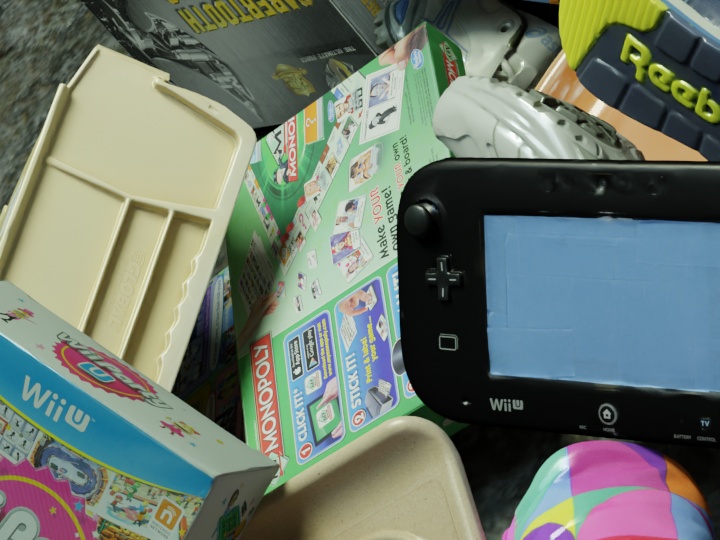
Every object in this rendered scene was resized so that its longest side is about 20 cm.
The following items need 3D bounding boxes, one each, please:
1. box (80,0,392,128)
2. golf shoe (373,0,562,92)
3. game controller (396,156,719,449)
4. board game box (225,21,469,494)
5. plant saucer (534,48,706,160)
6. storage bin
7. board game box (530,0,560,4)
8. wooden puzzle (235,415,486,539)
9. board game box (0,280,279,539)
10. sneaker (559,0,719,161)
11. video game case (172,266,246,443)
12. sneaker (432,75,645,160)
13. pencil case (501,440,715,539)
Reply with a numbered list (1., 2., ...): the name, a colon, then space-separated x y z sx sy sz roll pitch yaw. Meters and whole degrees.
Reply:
1. box: -0.068 -0.152 1.378 0.200 0.158 0.048 -5 43 52
2. golf shoe: 0.054 -0.089 1.233 0.097 0.078 0.200 -24 41 30
3. game controller: 0.096 0.011 0.948 0.200 0.042 0.105 3 90 39
4. board game box: 0.000 0.000 1.132 0.134 0.029 0.200 -33 45 28
5. plant saucer: 0.143 -0.063 1.113 0.200 0.037 0.200 -36 33 27
6. storage bin: -0.136 0.024 1.188 0.200 0.094 0.199 134 156 -68
7. board game box: 0.056 -0.195 1.244 0.037 0.200 0.151 100 176 -46
8. wooden puzzle: -0.003 0.183 0.985 0.185 0.046 0.200 -33 64 29
9. board game box: -0.144 0.125 1.013 0.147 0.064 0.200 32 102 20
10. sneaker: 0.172 -0.066 0.979 0.082 0.200 0.074 -30 -26 -38
11. video game case: -0.056 0.053 1.237 0.182 0.022 0.200 -38 27 22
12. sneaker: 0.084 -0.007 1.023 0.200 0.078 0.100 41 106 43
13. pencil case: 0.088 0.135 0.876 0.088 0.088 0.200 -41 13 18
